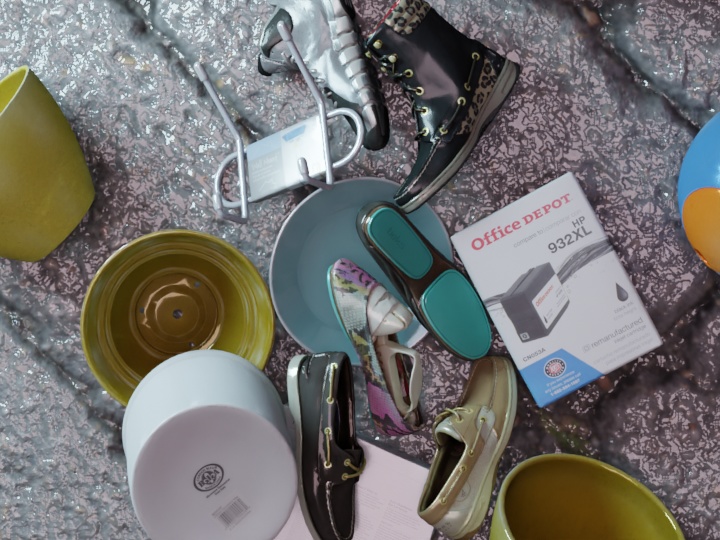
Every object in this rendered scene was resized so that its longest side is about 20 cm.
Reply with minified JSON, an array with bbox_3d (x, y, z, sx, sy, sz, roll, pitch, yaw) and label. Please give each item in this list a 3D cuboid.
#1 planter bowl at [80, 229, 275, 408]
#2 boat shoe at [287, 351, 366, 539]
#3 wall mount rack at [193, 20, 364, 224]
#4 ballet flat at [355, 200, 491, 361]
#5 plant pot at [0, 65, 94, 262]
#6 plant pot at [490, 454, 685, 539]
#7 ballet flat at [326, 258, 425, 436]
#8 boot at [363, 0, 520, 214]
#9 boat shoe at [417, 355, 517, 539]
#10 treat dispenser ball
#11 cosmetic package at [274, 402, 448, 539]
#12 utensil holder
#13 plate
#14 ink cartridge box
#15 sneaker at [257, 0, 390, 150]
[{"bbox_3d":[-0.192,0.051,1.744,0.199,0.083,0.201,-1,99,-7],"label":"planter bowl"},{"bbox_3d":[-0.028,0.183,1.692,0.060,0.072,0.202,-10,86,25],"label":"boat shoe"},{"bbox_3d":[-0.097,-0.149,1.717,0.199,0.074,0.174,-20,67,31],"label":"wall mount rack"},{"bbox_3d":[0.064,0.007,1.708,0.068,0.068,0.200,-40,105,-13],"label":"ballet flat"},{"bbox_3d":[-0.362,-0.092,1.731,0.200,0.200,0.142,-45,112,5],"label":"plant pot"},{"bbox_3d":[0.209,0.307,1.671,0.199,0.200,0.142,25,126,5],"label":"plant pot"},{"bbox_3d":[0.027,0.078,1.708,0.071,0.069,0.201,-5,109,34],"label":"ballet flat"},{"bbox_3d":[0.055,-0.175,1.696,0.154,0.073,0.204,39,72,-11],"label":"boot"},{"bbox_3d":[0.108,0.172,1.700,0.066,0.074,0.201,26,63,-23],"label":"boat shoe"},{"bbox_3d":[0.413,-0.076,1.632,0.200,0.201,0.202,0,91,6],"label":"treat dispenser ball"},{"bbox_3d":[-0.018,0.248,1.756,0.199,0.052,0.151,24,94,5],"label":"cosmetic package"},{"bbox_3d":[-0.148,0.180,1.625,0.169,0.200,0.171,-1,99,-7],"label":"utensil holder"},{"bbox_3d":[0.000,0.000,1.739,0.199,0.026,0.201,-3,101,-14],"label":"plate"},{"bbox_3d":[0.201,0.019,1.714,0.145,0.084,0.201,-28,88,5],"label":"ink cartridge box"},{"bbox_3d":[-0.046,-0.206,1.747,0.115,0.075,0.201,-19,80,12],"label":"sneaker"}]
